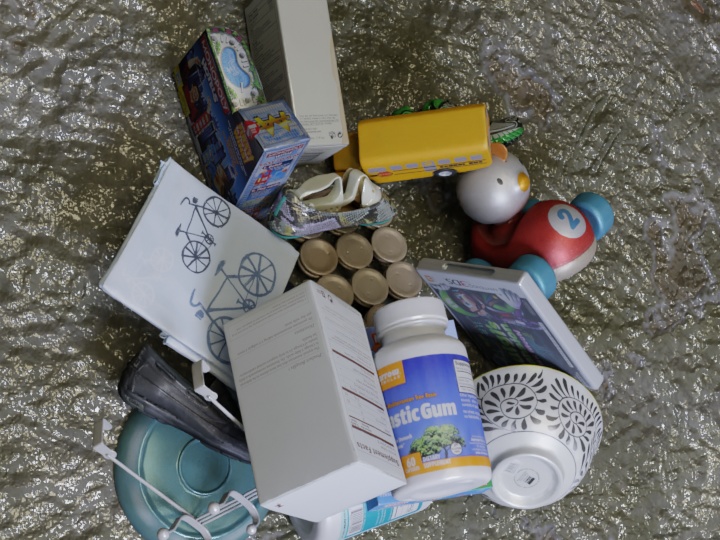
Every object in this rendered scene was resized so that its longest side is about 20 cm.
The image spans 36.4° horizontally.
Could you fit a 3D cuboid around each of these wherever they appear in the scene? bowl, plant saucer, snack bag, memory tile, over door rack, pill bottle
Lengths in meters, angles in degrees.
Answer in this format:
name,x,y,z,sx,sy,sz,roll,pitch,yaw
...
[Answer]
name,x,y,z,sx,sy,sz,roll,pitch,yaw
bowl,0.199,0.223,1.322,0.199,0.201,0.095,34,29,-17
plant saucer,-0.179,0.221,1.238,0.197,0.027,0.204,5,79,-26
snack bag,-0.174,0.003,1.195,0.199,0.021,0.191,36,55,-22
memory tile,0.000,0.000,1.339,0.151,0.017,0.203,-11,68,-28
over door rack,-0.165,0.209,1.129,0.146,0.067,0.201,-29,118,15
pill bottle,0.014,0.243,1.284,0.197,0.110,0.113,-13,87,-29
pill bottle,0.069,0.137,1.181,0.110,0.112,0.204,-1,68,-27

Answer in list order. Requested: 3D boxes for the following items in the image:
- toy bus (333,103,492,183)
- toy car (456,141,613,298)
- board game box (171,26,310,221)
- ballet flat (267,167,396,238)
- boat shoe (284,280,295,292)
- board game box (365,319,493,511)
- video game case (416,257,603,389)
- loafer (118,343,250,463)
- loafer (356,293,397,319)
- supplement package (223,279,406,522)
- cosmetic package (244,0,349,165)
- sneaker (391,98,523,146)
name,x,y,z,sx,sy,sz,roll,pitch,yaw
toy bus,0.061,-0.152,1.343,0.196,0.078,0.066,-6,76,12
toy car,0.191,-0.085,1.377,0.184,0.175,0.202,-42,114,-36
board game box,-0.132,-0.165,1.233,0.061,0.199,0.203,-18,89,-27
ballet flat,-0.022,-0.085,1.297,0.198,0.071,0.073,-13,87,-44
boat shoe,-0.139,0.014,1.280,0.092,0.074,0.202,-36,96,-46
board game box,0.059,0.162,1.253,0.149,0.037,0.203,-3,68,-25
video game case,0.180,0.064,1.331,0.023,0.180,0.200,-53,123,-20
loafer,-0.166,0.150,1.192,0.199,0.068,0.071,31,85,-15
loafer,0.075,0.099,1.363,0.201,0.070,0.068,49,64,-11
supplement package,-0.048,0.136,1.121,0.117,0.116,0.203,36,34,-56
cosmetic package,-0.079,-0.237,1.328,0.072,0.103,0.204,-5,84,-28
sneaker,0.129,-0.189,1.439,0.197,0.078,0.087,-8,83,-27
